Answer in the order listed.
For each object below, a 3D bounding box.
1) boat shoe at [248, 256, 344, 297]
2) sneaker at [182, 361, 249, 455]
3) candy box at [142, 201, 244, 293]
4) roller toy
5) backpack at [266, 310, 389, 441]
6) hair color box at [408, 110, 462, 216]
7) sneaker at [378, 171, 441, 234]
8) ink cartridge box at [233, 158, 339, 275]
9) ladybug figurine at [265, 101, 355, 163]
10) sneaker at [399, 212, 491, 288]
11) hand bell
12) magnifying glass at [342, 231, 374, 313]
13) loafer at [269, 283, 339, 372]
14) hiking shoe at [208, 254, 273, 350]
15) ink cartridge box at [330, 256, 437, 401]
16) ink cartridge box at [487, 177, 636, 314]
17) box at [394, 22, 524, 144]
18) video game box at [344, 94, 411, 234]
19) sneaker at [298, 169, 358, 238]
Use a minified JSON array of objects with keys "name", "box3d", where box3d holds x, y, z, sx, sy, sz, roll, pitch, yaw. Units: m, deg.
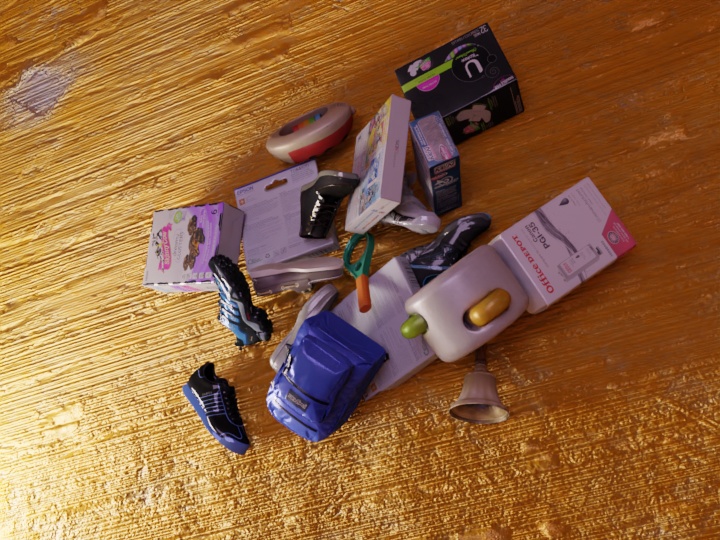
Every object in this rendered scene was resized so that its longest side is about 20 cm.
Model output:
[{"name":"boat shoe","box3d":[-0.121,0.015,1.461,0.198,0.072,0.060,-6,104,18]},{"name":"sneaker","box3d":[-0.268,0.263,1.454,0.200,0.070,0.078,44,98,27]},{"name":"candy box","box3d":[-0.348,-0.044,1.558,0.199,0.071,0.169,-4,75,30]},{"name":"roller toy","box3d":[0.180,0.058,1.239,0.200,0.182,0.140,-39,86,37]},{"name":"backpack","box3d":[-0.080,0.197,1.335,0.162,0.168,0.201,36,111,17]},{"name":"hair color box","box3d":[0.140,-0.190,1.374,0.060,0.200,0.101,-22,68,1]},{"name":"sneaker","box3d":[0.082,-0.139,1.417,0.199,0.075,0.116,17,90,49]},{"name":"ink cartridge box","box3d":[-0.154,-0.107,1.545,0.198,0.041,0.201,-18,68,14]},{"name":"ladybug figurine","box3d":[-0.097,-0.280,1.546,0.199,0.072,0.136,-23,28,13]},{"name":"sneaker","box3d":[0.166,-0.033,1.396,0.199,0.073,0.082,-35,69,18]},{"name":"hand bell","box3d":[0.211,0.157,1.321,0.103,0.104,0.201,-4,59,18]},{"name":"magnifying glass","box3d":[0.000,0.000,1.417,0.080,0.022,0.201,-43,35,29]},{"name":"loafer","box3d":[-0.095,0.119,1.442,0.070,0.070,0.201,34,94,20]},{"name":"hiking shoe","box3d":[-0.251,0.066,1.458,0.086,0.074,0.201,-24,108,13]},{"name":"ink cartridge box","box3d":[0.047,0.110,1.389,0.200,0.043,0.197,-40,62,34]},{"name":"ink cartridge box","box3d":[0.339,-0.040,1.275,0.199,0.083,0.147,-32,82,-13]},{"name":"box","box3d":[0.191,-0.347,1.451,0.199,0.124,0.149,-25,66,9]},{"name":"video game box","box3d":[0.030,-0.188,1.368,0.046,0.182,0.202,12,72,-16]},{"name":"sneaker","box3d":[-0.060,-0.120,1.413,0.074,0.200,0.107,8,79,-22]}]
